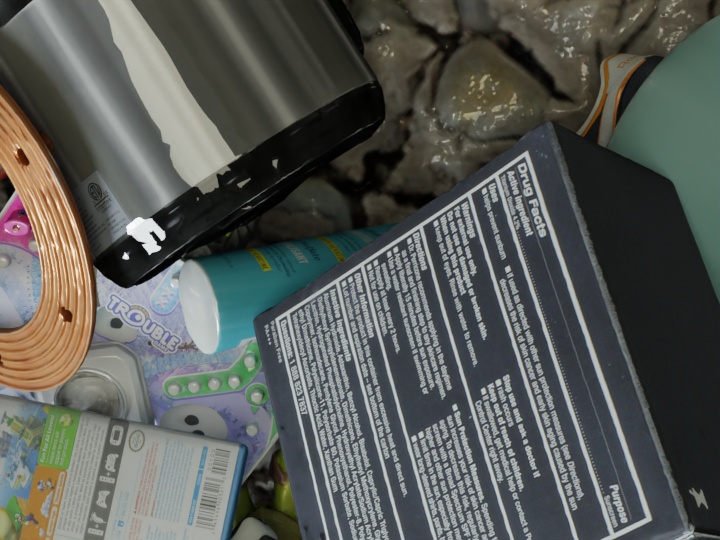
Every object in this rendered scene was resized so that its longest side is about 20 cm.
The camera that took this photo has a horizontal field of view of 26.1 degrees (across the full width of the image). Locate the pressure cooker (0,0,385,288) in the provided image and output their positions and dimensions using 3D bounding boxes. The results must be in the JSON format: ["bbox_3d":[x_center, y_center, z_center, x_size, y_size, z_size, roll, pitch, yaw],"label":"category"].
[{"bbox_3d":[-0.102,-0.115,0.772,0.175,0.179,0.201,-33,91,12],"label":"pressure cooker"}]

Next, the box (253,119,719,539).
[{"bbox_3d":[0.074,0.074,0.733,0.198,0.123,0.202,-33,59,32],"label":"box"}]

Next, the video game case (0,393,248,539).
[{"bbox_3d":[-0.171,0.145,0.832,0.198,0.018,0.145,11,79,3],"label":"video game case"}]

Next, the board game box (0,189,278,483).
[{"bbox_3d":[-0.153,0.075,0.874,0.199,0.026,0.200,35,108,-10],"label":"board game box"}]

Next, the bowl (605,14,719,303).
[{"bbox_3d":[0.229,-0.031,0.811,0.199,0.105,0.202,-16,127,-23],"label":"bowl"}]

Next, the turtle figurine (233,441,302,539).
[{"bbox_3d":[-0.067,0.162,0.940,0.198,0.064,0.163,-7,99,6],"label":"turtle figurine"}]

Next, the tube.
[{"bbox_3d":[0.000,0.000,0.852,0.198,0.077,0.051,-13,121,-28],"label":"tube"}]

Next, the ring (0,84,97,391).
[{"bbox_3d":[-0.199,-0.031,0.776,0.199,0.019,0.202,24,131,30],"label":"ring"}]

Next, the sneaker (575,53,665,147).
[{"bbox_3d":[0.154,-0.028,0.888,0.078,0.079,0.202,-9,122,-36],"label":"sneaker"}]

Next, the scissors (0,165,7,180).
[{"bbox_3d":[-0.176,-0.079,0.937,0.198,0.014,0.074,9,98,2],"label":"scissors"}]

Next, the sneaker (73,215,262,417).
[{"bbox_3d":[-0.121,0.002,0.910,0.075,0.076,0.201,37,103,-4],"label":"sneaker"}]

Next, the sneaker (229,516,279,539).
[{"bbox_3d":[-0.131,0.187,0.868,0.198,0.074,0.081,-9,79,-1],"label":"sneaker"}]
